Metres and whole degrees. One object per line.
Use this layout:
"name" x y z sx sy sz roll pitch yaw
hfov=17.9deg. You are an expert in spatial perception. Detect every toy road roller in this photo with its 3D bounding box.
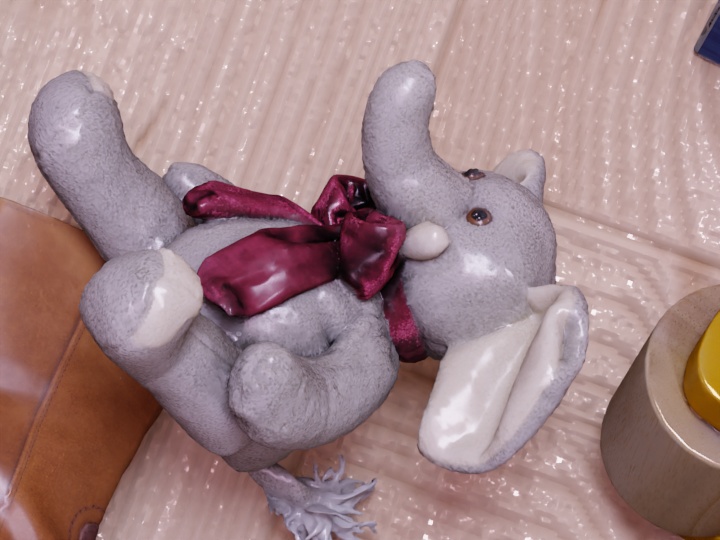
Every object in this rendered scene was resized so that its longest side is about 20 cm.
"toy road roller" 0.201 0.055 0.823 0.200 0.123 0.146 31 67 6

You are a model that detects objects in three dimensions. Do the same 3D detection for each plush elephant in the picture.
"plush elephant" 0.000 0.000 0.812 0.155 0.165 0.200 -34 119 4

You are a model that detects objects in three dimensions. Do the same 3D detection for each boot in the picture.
"boot" -0.100 0.097 0.841 0.188 0.068 0.201 31 56 -18

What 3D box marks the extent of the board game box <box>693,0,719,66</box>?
"board game box" 0.196 -0.179 0.820 0.043 0.200 0.200 28 82 4
